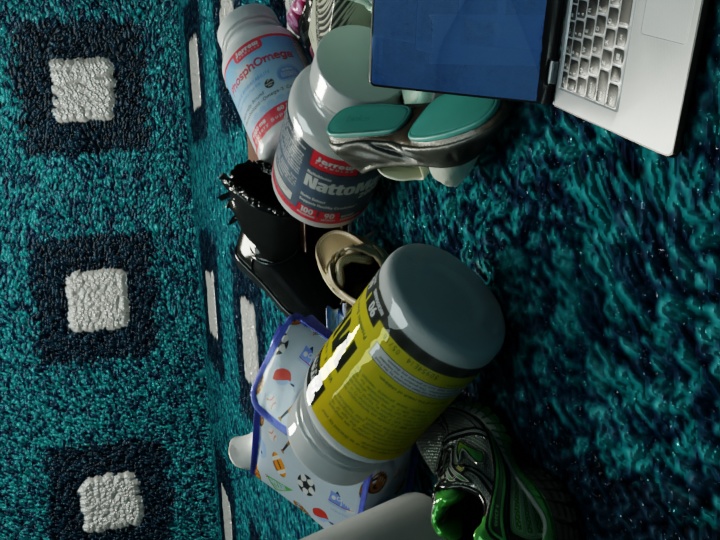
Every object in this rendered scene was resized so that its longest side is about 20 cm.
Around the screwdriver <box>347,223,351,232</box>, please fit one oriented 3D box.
[{"bbox_3d":[-0.012,-0.131,0.956,0.029,0.027,0.205,-55,-35,-70],"label":"screwdriver"}]

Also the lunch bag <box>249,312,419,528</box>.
[{"bbox_3d":[-0.026,0.164,0.847,0.168,0.123,0.204,29,125,28],"label":"lunch bag"}]

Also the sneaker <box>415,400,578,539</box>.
[{"bbox_3d":[0.085,0.162,0.633,0.200,0.083,0.080,-145,51,-68],"label":"sneaker"}]

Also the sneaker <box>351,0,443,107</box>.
[{"bbox_3d":[0.012,-0.220,0.701,0.074,0.116,0.206,169,94,-70],"label":"sneaker"}]

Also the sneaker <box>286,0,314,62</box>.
[{"bbox_3d":[-0.034,-0.301,0.914,0.200,0.077,0.097,112,143,-70],"label":"sneaker"}]

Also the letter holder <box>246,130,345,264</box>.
[{"bbox_3d":[-0.084,-0.089,1.078,0.142,0.098,0.205,-158,64,-68],"label":"letter holder"}]

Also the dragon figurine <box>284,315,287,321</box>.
[{"bbox_3d":[-0.077,0.093,1.151,0.200,0.058,0.102,-179,80,-72],"label":"dragon figurine"}]

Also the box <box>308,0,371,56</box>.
[{"bbox_3d":[-0.002,-0.299,0.803,0.202,0.067,0.083,103,156,-46],"label":"box"}]

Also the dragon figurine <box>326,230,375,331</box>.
[{"bbox_3d":[-0.005,0.064,0.933,0.099,0.057,0.205,144,119,-70],"label":"dragon figurine"}]

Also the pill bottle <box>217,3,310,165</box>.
[{"bbox_3d":[-0.106,-0.225,0.993,0.203,0.107,0.109,64,155,23],"label":"pill bottle"}]

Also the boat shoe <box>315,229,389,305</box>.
[{"bbox_3d":[0.000,0.000,0.837,0.065,0.071,0.200,44,177,-38],"label":"boat shoe"}]

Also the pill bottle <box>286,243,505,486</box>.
[{"bbox_3d":[0.021,0.086,0.673,0.201,0.112,0.116,-54,40,35],"label":"pill bottle"}]

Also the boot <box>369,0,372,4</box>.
[{"bbox_3d":[0.064,-0.247,0.562,0.200,0.093,0.075,123,138,-63],"label":"boot"}]

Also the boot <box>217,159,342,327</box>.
[{"bbox_3d":[-0.085,-0.030,0.961,0.197,0.073,0.164,37,147,20],"label":"boot"}]

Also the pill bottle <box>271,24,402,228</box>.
[{"bbox_3d":[-0.022,-0.144,0.826,0.201,0.117,0.122,116,145,-59],"label":"pill bottle"}]

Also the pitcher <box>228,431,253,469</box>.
[{"bbox_3d":[-0.057,0.181,1.040,0.203,0.169,0.122,-63,9,18],"label":"pitcher"}]

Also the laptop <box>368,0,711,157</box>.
[{"bbox_3d":[0.092,-0.181,0.460,0.200,0.113,0.191,-128,36,-60],"label":"laptop"}]

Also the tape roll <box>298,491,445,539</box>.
[{"bbox_3d":[0.024,0.320,0.720,0.202,0.137,0.207,37,135,51],"label":"tape roll"}]

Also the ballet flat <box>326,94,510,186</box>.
[{"bbox_3d":[0.054,-0.108,0.668,0.198,0.068,0.069,10,145,50],"label":"ballet flat"}]
